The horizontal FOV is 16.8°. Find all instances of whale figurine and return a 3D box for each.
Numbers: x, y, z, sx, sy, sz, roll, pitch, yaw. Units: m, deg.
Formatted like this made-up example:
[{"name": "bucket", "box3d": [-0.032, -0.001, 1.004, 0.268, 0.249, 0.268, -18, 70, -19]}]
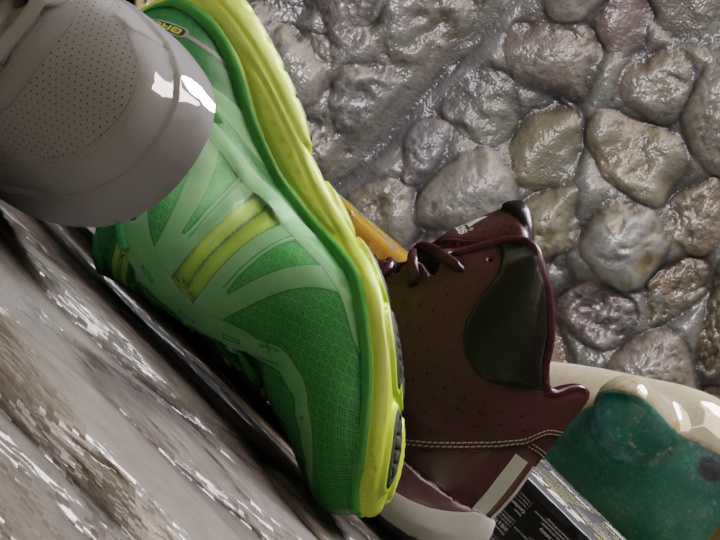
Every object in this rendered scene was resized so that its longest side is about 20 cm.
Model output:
[{"name": "whale figurine", "box3d": [0.094, 0.100, 1.127, 0.200, 0.104, 0.159, 24, -29, -7]}]

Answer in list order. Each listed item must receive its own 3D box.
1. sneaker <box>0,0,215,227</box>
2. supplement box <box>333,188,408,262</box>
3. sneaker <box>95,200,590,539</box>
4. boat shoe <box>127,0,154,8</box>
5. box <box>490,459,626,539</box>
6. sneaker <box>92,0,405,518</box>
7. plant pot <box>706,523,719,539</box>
[{"name": "sneaker", "box3d": [-0.135, -0.086, 0.739, 0.200, 0.074, 0.116, 32, -5, 45]}, {"name": "supplement box", "box3d": [-0.011, 0.000, 1.330, 0.067, 0.069, 0.200, 42, 3, 23]}, {"name": "sneaker", "box3d": [0.000, 0.000, 0.866, 0.200, 0.116, 0.076, 44, 2, 7]}, {"name": "boat shoe", "box3d": [-0.145, -0.139, 1.438, 0.063, 0.073, 0.200, 46, 2, -31]}, {"name": "box", "box3d": [0.054, 0.093, 0.995, 0.200, 0.049, 0.160, 45, 5, 15]}, {"name": "sneaker", "box3d": [-0.042, 0.000, 0.797, 0.074, 0.083, 0.200, 85, -19, -62]}, {"name": "plant pot", "box3d": [0.201, 0.157, 0.782, 0.189, 0.201, 0.201, 27, 7, -17]}]
